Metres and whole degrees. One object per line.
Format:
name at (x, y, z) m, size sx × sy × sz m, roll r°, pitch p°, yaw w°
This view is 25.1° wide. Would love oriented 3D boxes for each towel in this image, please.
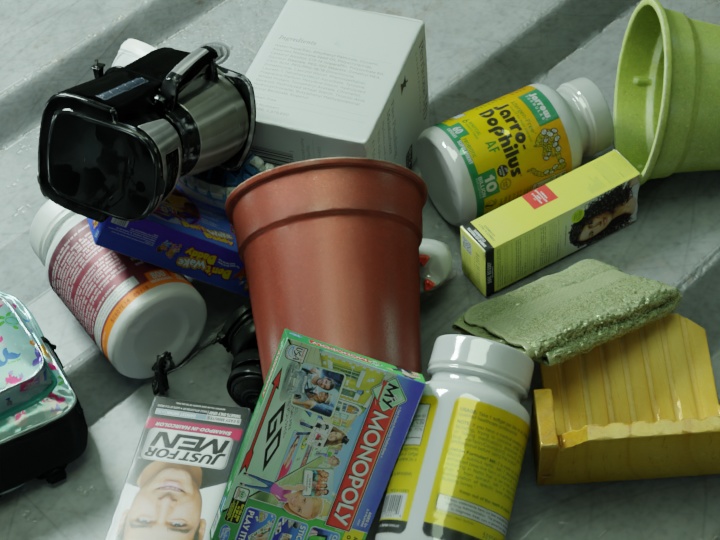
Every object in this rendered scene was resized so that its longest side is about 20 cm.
towel at (0.204, 0.039, 1.595) m, size 0.198 × 0.037 × 0.148 m, roll -19°, pitch 21°, yaw -29°

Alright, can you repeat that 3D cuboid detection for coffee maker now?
coffee maker at (-0.227, -0.133, 1.586) m, size 0.190 × 0.136 × 0.200 m, roll -2°, pitch 18°, yaw 29°

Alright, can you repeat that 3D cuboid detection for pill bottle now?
pill bottle at (0.170, -0.135, 1.758) m, size 0.198 × 0.113 × 0.113 m, roll -23°, pitch 50°, yaw -15°
pill bottle at (-0.254, 0.008, 1.673) m, size 0.114 × 0.115 × 0.200 m, roll -30°, pitch 53°, yaw -20°
pill bottle at (0.089, 0.168, 1.457) m, size 0.113 × 0.114 × 0.202 m, roll 11°, pitch 73°, yaw 15°

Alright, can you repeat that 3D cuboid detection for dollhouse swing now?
dollhouse swing at (0.257, 0.098, 1.517) m, size 0.197 × 0.182 × 0.178 m, roll -4°, pitch 67°, yaw 3°

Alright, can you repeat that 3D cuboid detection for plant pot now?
plant pot at (0.386, -0.184, 1.748) m, size 0.182 × 0.201 × 0.202 m, roll 4°, pitch 48°, yaw -7°
plant pot at (-0.024, 0.024, 1.536) m, size 0.198 × 0.201 × 0.197 m, roll -6°, pitch 69°, yaw 0°

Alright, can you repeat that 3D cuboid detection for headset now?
headset at (-0.108, 0.094, 1.626) m, size 0.198 × 0.094 × 0.124 m, roll -1°, pitch 50°, yaw -17°

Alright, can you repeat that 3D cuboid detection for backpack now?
backpack at (-0.377, 0.111, 1.580) m, size 0.176 × 0.152 × 0.200 m, roll -24°, pitch 46°, yaw -14°

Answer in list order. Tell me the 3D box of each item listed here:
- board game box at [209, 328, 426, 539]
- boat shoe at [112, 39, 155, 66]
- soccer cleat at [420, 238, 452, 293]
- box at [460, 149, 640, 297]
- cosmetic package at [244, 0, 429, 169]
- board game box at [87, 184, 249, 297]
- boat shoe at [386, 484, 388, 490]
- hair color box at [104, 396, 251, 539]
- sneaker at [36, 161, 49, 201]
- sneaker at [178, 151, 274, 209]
board game box at (-0.039, 0.167, 1.439) m, size 0.133 × 0.202 × 0.029 m, roll 18°, pitch 12°, yaw -11°
boat shoe at (-0.212, -0.203, 1.885) m, size 0.199 × 0.072 × 0.069 m, roll 29°, pitch 84°, yaw 18°
soccer cleat at (0.000, 0.000, 1.696) m, size 0.198 × 0.070 × 0.078 m, roll -3°, pitch 16°, yaw 14°
box at (0.201, -0.051, 1.708) m, size 0.199 × 0.076 × 0.050 m, roll -26°, pitch 51°, yaw -16°
cosmetic package at (-0.031, -0.163, 1.769) m, size 0.163 × 0.166 × 0.201 m, roll 13°, pitch 52°, yaw 15°
board game box at (-0.186, -0.047, 1.667) m, size 0.198 × 0.045 × 0.135 m, roll 20°, pitch 22°, yaw -29°
boat shoe at (-0.004, 0.179, 1.534) m, size 0.199 × 0.072 × 0.069 m, roll -34°, pitch 53°, yaw -11°
hair color box at (-0.169, 0.219, 1.514) m, size 0.098 × 0.061 × 0.201 m, roll 6°, pitch 50°, yaw 10°
sneaker at (-0.264, -0.088, 1.802) m, size 0.198 × 0.081 × 0.084 m, roll 15°, pitch 34°, yaw 9°
sneaker at (-0.102, -0.070, 1.692) m, size 0.198 × 0.087 × 0.075 m, roll 15°, pitch 52°, yaw 13°
